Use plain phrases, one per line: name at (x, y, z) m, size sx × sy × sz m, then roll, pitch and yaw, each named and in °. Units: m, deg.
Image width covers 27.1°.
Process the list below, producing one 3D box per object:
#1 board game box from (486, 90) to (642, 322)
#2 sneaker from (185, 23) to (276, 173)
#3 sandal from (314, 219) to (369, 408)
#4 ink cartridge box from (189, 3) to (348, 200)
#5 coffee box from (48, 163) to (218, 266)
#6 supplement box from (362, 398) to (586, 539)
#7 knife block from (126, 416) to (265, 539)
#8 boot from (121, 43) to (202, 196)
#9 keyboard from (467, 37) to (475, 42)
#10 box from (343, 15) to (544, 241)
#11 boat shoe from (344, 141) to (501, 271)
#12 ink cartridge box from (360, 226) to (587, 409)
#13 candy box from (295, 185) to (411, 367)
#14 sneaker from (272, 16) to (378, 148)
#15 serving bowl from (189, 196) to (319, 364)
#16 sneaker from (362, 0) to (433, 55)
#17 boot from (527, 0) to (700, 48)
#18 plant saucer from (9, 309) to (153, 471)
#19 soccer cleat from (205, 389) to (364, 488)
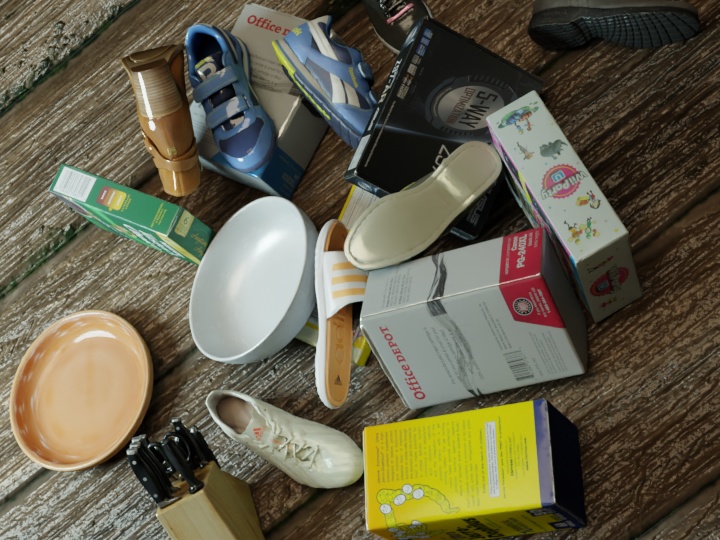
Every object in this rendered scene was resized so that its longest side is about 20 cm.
board game box at (0.212, -0.066, 1.554) m, size 0.064 × 0.148 × 0.200 m, roll -30°, pitch 59°, yaw 1°
sneaker at (-0.158, -0.202, 1.732) m, size 0.074 × 0.082 × 0.200 m, roll -28°, pitch 62°, yaw 13°
sandal at (-0.009, 0.047, 1.632) m, size 0.059 × 0.079 × 0.207 m, roll -4°, pitch 82°, yaw 26°
ink cartridge box at (-0.112, -0.205, 1.808) m, size 0.145 × 0.084 × 0.200 m, roll 23°, pitch 82°, yaw 32°
coffee box at (-0.268, -0.064, 1.806) m, size 0.200 × 0.123 × 0.044 m, roll 20°, pitch 78°, yaw 29°
supplement box at (0.115, 0.210, 1.515) m, size 0.200 × 0.109 × 0.110 m, roll -12°, pitch 65°, yaw 22°
knife block at (-0.174, 0.262, 1.596) m, size 0.064 × 0.176 × 0.200 m, roll -28°, pitch 61°, yaw 15°
boot at (-0.222, -0.180, 1.752) m, size 0.077 × 0.156 × 0.200 m, roll -16°, pitch 20°, yaw -6°
keyboard at (0.083, -0.169, 1.727) m, size 0.104 × 0.040 × 0.201 m, roll 7°, pitch 84°, yaw 32°
box at (0.093, -0.156, 1.655) m, size 0.200 × 0.160 × 0.044 m, roll -65°, pitch 14°, yaw -10°
boat shoe at (0.065, -0.059, 1.583) m, size 0.202 × 0.060 × 0.072 m, roll -37°, pitch 80°, yaw -17°
ink cartridge box at (0.118, 0.052, 1.546) m, size 0.200 × 0.145 × 0.083 m, roll -14°, pitch 38°, yaw 20°
candy box at (0.000, 0.000, 1.696) m, size 0.102 × 0.026 × 0.200 m, roll 22°, pitch 86°, yaw 30°
sneaker at (-0.012, -0.205, 1.698) m, size 0.082 × 0.074 × 0.200 m, roll -40°, pitch 87°, yaw -7°
serving bowl at (-0.108, 0.018, 1.712) m, size 0.200 × 0.066 × 0.201 m, roll -26°, pitch 52°, yaw 38°
sneaker at (0.022, -0.341, 1.789) m, size 0.071 × 0.099 × 0.200 m, roll -32°, pitch 61°, yaw 9°
boot at (0.287, -0.322, 1.675) m, size 0.200 × 0.070 × 0.132 m, roll 4°, pitch 67°, yaw 23°
plant saucer at (-0.332, 0.147, 1.801) m, size 0.200 × 0.037 × 0.201 m, roll -10°, pitch 65°, yaw 23°
soccer cleat at (-0.087, 0.185, 1.642) m, size 0.200 × 0.078 × 0.069 m, roll 21°, pitch 80°, yaw 31°
